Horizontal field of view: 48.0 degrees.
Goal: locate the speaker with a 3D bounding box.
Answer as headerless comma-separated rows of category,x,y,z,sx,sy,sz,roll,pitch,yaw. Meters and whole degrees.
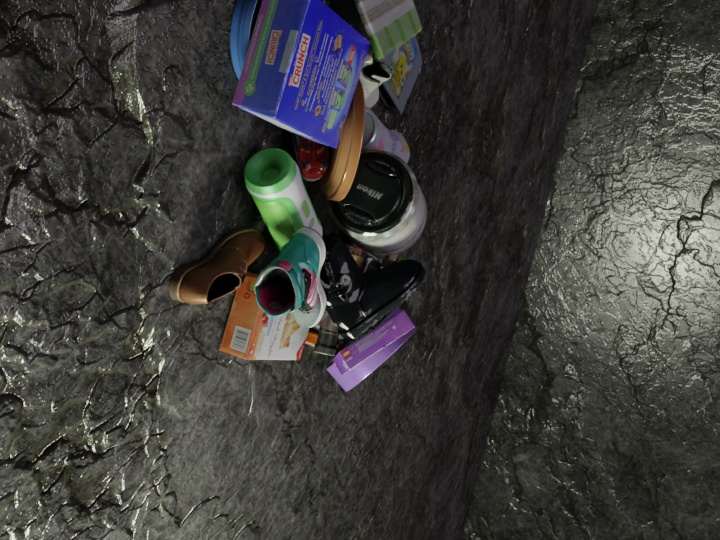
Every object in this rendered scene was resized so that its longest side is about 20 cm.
speaker,-0.118,-0.100,1.269,0.089,0.088,0.200,-61,156,-23

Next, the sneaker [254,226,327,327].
sneaker,-0.108,0.041,1.265,0.121,0.083,0.200,-46,151,-39

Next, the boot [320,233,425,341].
boot,0.000,0.000,1.386,0.200,0.076,0.168,-40,113,-13

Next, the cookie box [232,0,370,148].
cookie box,-0.078,-0.280,1.133,0.200,0.075,0.172,10,98,-68

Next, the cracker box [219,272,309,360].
cracker box,-0.148,0.081,1.372,0.200,0.058,0.134,15,91,-68

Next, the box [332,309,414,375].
box,0.019,0.134,1.477,0.137,0.039,0.200,-32,174,-10

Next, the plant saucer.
plant saucer,-0.037,-0.213,1.306,0.200,0.032,0.201,-175,-90,-73

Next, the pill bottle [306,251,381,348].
pill bottle,-0.044,0.056,1.534,0.200,0.106,0.106,-67,157,-8

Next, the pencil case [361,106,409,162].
pencil case,0.025,-0.235,1.493,0.091,0.083,0.200,-55,158,8

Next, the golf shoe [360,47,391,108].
golf shoe,0.010,-0.323,1.377,0.079,0.097,0.200,-70,159,-6

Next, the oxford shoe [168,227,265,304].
oxford shoe,-0.192,-0.001,1.198,0.200,0.071,0.072,-45,145,-50

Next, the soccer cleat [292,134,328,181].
soccer cleat,-0.079,-0.241,1.289,0.085,0.068,0.201,176,-84,-71

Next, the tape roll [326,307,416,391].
tape roll,0.023,0.162,1.688,0.200,0.066,0.200,-42,179,-1

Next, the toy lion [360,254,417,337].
toy lion,0.041,0.054,1.566,0.200,0.069,0.192,-54,-174,26

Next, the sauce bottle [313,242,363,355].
sauce bottle,-0.042,0.051,1.448,0.066,0.066,0.201,15,85,-67

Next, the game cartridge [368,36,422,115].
game cartridge,0.064,-0.394,1.527,0.200,0.040,0.134,39,68,-66

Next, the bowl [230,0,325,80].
bowl,-0.116,-0.339,1.149,0.201,0.039,0.201,-47,147,-44

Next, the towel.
towel,0.023,-0.454,1.293,0.149,0.031,0.200,-44,119,-43

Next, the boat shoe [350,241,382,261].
boat shoe,0.012,-0.035,1.651,0.072,0.060,0.202,-24,139,-9

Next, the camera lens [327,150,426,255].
camera lens,0.034,-0.116,1.454,0.200,0.160,0.160,43,68,-75
